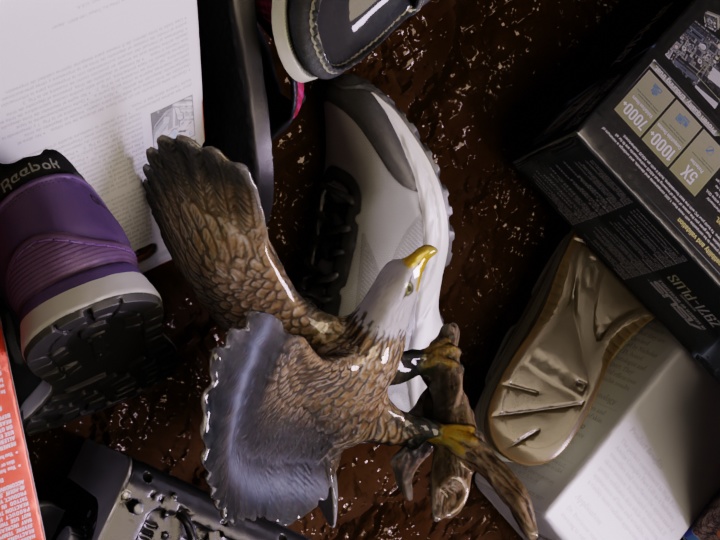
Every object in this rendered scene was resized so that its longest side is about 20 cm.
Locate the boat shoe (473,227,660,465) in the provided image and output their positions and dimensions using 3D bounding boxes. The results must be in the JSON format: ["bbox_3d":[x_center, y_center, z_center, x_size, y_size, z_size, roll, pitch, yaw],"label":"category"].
[{"bbox_3d":[0.127,0.022,0.987,0.073,0.063,0.201,34,77,-10],"label":"boat shoe"}]

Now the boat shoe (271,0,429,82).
[{"bbox_3d":[0.027,-0.161,0.816,0.200,0.067,0.072,-51,131,-34],"label":"boat shoe"}]

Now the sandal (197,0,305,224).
[{"bbox_3d":[-0.052,-0.112,0.811,0.045,0.075,0.201,-12,109,-29],"label":"sandal"}]

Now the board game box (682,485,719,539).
[{"bbox_3d":[0.289,0.102,0.959,0.097,0.200,0.160,40,69,5],"label":"board game box"}]

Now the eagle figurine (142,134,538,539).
[{"bbox_3d":[-0.023,0.039,0.784,0.199,0.151,0.152,18,85,-37],"label":"eagle figurine"}]

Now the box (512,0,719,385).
[{"bbox_3d":[0.213,-0.049,0.944,0.200,0.086,0.164,45,71,-8],"label":"box"}]

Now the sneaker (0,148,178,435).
[{"bbox_3d":[-0.127,0.007,0.759,0.075,0.200,0.088,-21,76,-17],"label":"sneaker"}]

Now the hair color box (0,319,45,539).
[{"bbox_3d":[-0.192,0.049,0.745,0.064,0.111,0.201,-17,114,-28],"label":"hair color box"}]

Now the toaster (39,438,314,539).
[{"bbox_3d":[-0.084,0.195,0.834,0.199,0.119,0.182,28,83,-25],"label":"toaster"}]

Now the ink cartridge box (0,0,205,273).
[{"bbox_3d":[-0.127,-0.074,0.775,0.109,0.050,0.201,-26,143,-24],"label":"ink cartridge box"}]

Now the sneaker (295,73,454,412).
[{"bbox_3d":[0.000,0.000,0.882,0.079,0.074,0.201,-15,112,-23],"label":"sneaker"}]

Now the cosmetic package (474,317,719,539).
[{"bbox_3d":[0.170,0.085,1.020,0.200,0.074,0.102,-49,124,-14],"label":"cosmetic package"}]
